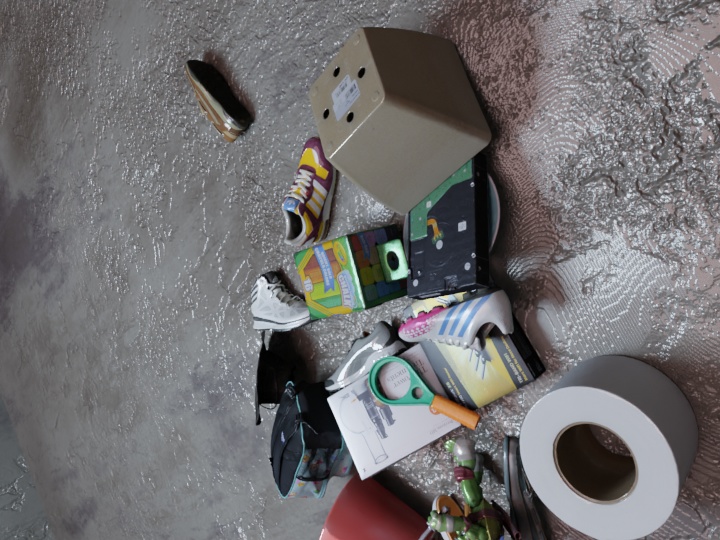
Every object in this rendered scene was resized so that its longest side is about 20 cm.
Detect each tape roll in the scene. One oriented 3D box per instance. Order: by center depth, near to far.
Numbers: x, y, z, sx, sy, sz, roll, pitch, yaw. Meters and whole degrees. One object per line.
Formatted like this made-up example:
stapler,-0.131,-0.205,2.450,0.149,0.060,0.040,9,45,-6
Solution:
tape roll,0.334,0.232,0.808,0.200,0.138,0.207,11,107,37

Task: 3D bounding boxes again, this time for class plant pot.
plant pot,0.039,-0.234,0.882,0.199,0.175,0.203,-38,55,38
plant pot,0.037,0.503,1.092,0.174,0.200,0.204,18,112,22

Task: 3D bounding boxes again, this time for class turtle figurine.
turtle figurine,0.145,0.384,0.948,0.200,0.142,0.197,-41,33,41

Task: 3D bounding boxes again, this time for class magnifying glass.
magnifying glass,0.101,0.204,0.980,0.197,0.022,0.081,23,87,22

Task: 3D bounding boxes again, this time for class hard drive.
hard drive,0.130,-0.065,0.900,0.138,0.037,0.205,-16,68,48

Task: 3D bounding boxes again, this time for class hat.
hat,-0.174,0.220,1.237,0.079,0.201,0.205,2,106,-6

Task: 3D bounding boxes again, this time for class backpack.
backpack,-0.098,0.336,1.160,0.203,0.151,0.177,-64,32,25

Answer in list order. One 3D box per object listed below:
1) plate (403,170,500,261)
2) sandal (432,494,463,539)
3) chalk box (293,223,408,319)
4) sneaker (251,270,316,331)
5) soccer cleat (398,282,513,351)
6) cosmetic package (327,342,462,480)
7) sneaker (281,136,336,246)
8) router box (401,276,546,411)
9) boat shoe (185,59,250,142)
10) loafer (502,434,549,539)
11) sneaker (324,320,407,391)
plate,0.143,-0.072,0.938,0.198,0.025,0.205,-14,72,48
sandal,0.195,0.476,1.014,0.209,0.078,0.059,58,134,16
chalk box,0.000,0.000,1.020,0.198,0.123,0.127,-16,89,49
sneaker,-0.162,0.058,1.215,0.198,0.075,0.118,-7,98,42
soccer cleat,0.141,0.090,0.907,0.198,0.069,0.088,-28,77,39
cosmetic package,0.059,0.241,1.028,0.198,0.052,0.153,-33,71,12
sneaker,-0.100,-0.143,1.109,0.074,0.089,0.204,15,109,35
router box,0.177,0.111,0.964,0.157,0.052,0.202,-39,75,37
boat shoe,-0.309,-0.350,1.245,0.201,0.075,0.074,55,130,17
loafer,0.264,0.354,0.950,0.062,0.072,0.204,-4,105,19
sneaker,0.002,0.166,1.116,0.199,0.073,0.080,-40,66,31
